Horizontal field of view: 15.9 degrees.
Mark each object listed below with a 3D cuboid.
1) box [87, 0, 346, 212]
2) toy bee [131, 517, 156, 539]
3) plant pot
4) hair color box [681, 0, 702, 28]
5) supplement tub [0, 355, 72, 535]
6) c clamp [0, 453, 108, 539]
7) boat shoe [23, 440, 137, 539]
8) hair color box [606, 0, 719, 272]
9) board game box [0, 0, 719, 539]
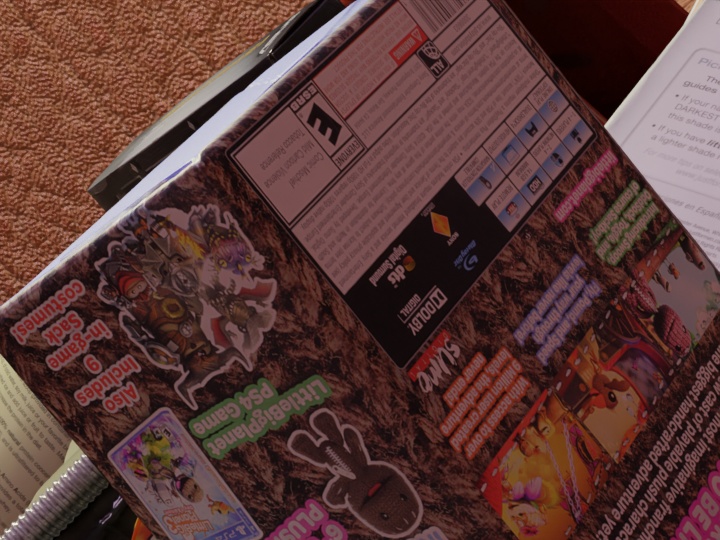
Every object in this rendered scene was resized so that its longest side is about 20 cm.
[{"bbox_3d":[0.000,0.000,1.073,0.048,0.200,0.158,-48,10,-36],"label":"box"},{"bbox_3d":[-0.031,0.099,0.888,0.200,0.131,0.109,22,96,43],"label":"toy bee"},{"bbox_3d":[0.066,-0.110,1.537,0.176,0.200,0.200,-48,1,31],"label":"plant pot"},{"bbox_3d":[0.183,-0.116,1.126,0.200,0.061,0.099,-63,1,7],"label":"hair color box"},{"bbox_3d":[-0.131,0.104,1.186,0.200,0.145,0.145,-49,6,8],"label":"supplement tub"},{"bbox_3d":[-0.094,0.091,0.810,0.200,0.027,0.171,-41,36,6],"label":"c clamp"},{"bbox_3d":[-0.077,0.071,1.020,0.074,0.063,0.201,-44,8,20],"label":"boat shoe"},{"bbox_3d":[0.154,-0.050,0.865,0.099,0.061,0.200,21,58,33],"label":"hair color box"},{"bbox_3d":[0.024,0.034,0.723,0.097,0.200,0.159,-34,7,38],"label":"board game box"}]
